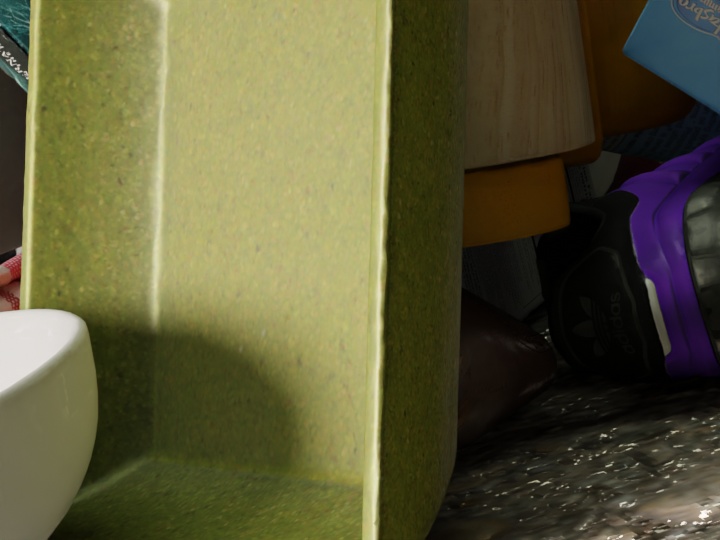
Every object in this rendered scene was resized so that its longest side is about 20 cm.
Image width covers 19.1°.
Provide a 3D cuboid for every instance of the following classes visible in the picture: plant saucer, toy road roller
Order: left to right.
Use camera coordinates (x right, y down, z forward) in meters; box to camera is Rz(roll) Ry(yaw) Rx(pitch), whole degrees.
[{"bbox_3d":[-0.031,-0.016,0.598,0.048,0.200,0.200,3,-2,-34],"label":"plant saucer"},{"bbox_3d":[0.051,-0.083,0.696,0.146,0.123,0.200,-10,7,-12],"label":"toy road roller"}]

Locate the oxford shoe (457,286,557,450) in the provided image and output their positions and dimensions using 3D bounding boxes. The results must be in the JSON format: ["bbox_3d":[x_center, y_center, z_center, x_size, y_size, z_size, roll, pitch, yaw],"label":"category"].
[{"bbox_3d":[-0.021,0.019,0.694,0.073,0.071,0.200,-10,21,-37],"label":"oxford shoe"}]

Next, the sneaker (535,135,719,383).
[{"bbox_3d":[0.108,-0.012,0.696,0.099,0.070,0.200,-14,8,22],"label":"sneaker"}]

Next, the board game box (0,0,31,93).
[{"bbox_3d":[-0.042,-0.122,0.769,0.028,0.135,0.200,-3,47,55],"label":"board game box"}]

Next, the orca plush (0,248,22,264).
[{"bbox_3d":[-0.194,0.005,0.865,0.200,0.071,0.105,-37,-1,9],"label":"orca plush"}]

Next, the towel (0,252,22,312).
[{"bbox_3d":[-0.152,0.036,0.799,0.146,0.030,0.200,-38,-1,30],"label":"towel"}]

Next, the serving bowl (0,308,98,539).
[{"bbox_3d":[-0.161,0.075,0.587,0.200,0.066,0.200,-18,10,3],"label":"serving bowl"}]

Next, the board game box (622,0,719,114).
[{"bbox_3d":[0.187,-0.064,0.688,0.153,0.040,0.200,35,27,15],"label":"board game box"}]

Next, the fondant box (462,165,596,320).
[{"bbox_3d":[0.000,0.000,0.838,0.144,0.058,0.200,-12,8,23],"label":"fondant box"}]

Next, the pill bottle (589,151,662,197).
[{"bbox_3d":[0.099,-0.082,1.008,0.109,0.110,0.200,-6,12,45],"label":"pill bottle"}]

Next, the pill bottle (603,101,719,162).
[{"bbox_3d":[0.145,-0.093,0.849,0.200,0.109,0.109,11,6,-7],"label":"pill bottle"}]

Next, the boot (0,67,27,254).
[{"bbox_3d":[-0.115,-0.064,0.798,0.200,0.074,0.075,-40,15,-20],"label":"boot"}]
